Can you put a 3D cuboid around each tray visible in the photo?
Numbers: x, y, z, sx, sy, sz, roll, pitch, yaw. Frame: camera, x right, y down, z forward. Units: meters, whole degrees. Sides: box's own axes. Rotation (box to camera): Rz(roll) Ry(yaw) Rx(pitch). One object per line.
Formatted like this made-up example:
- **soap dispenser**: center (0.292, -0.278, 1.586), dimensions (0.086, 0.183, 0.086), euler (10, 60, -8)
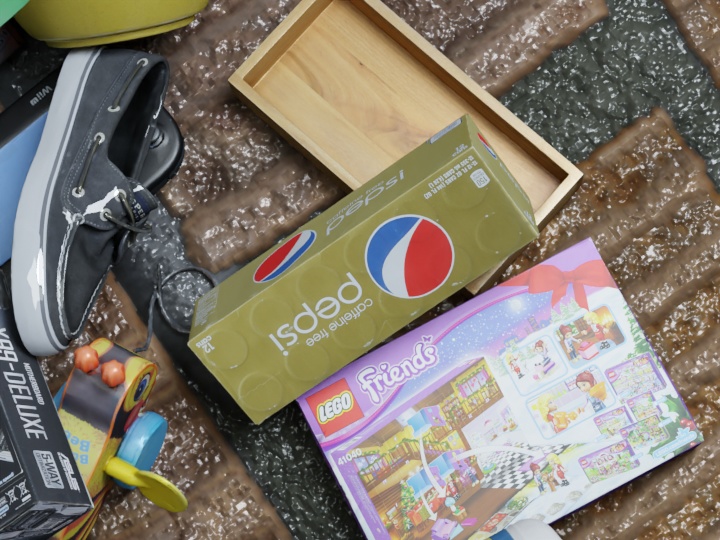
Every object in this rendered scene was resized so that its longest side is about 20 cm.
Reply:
- **tray**: center (0.027, -0.083, 1.120), dimensions (0.200, 0.037, 0.099), euler (42, 83, 10)

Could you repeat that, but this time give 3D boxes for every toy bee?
- **toy bee**: center (-0.158, 0.081, 1.062), dimensions (0.130, 0.109, 0.201), euler (5, 79, 7)

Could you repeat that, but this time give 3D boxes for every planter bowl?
- **planter bowl**: center (-0.150, -0.180, 1.097), dimensions (0.200, 0.200, 0.084), euler (-8, 105, 2)

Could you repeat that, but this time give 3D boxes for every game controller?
- **game controller**: center (-0.205, -0.045, 1.124), dimensions (0.200, 0.042, 0.104), euler (-40, 79, -5)

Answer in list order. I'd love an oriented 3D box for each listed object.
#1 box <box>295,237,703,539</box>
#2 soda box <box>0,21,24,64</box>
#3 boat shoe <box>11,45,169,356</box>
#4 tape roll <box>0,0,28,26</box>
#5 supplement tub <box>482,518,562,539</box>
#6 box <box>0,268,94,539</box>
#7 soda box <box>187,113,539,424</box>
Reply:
- **box**: center (0.080, 0.087, 1.078), dimensions (0.200, 0.039, 0.137), euler (-27, 78, -2)
- **soda box**: center (-0.302, -0.195, 1.151), dimensions (0.068, 0.064, 0.200), euler (-43, 78, -5)
- **boat shoe**: center (-0.147, -0.044, 1.057), dimensions (0.066, 0.070, 0.200), euler (-1, 56, 15)
- **tape roll**: center (-0.243, -0.185, 0.989), dimensions (0.200, 0.048, 0.201), euler (-16, 47, 18)
- **supplement tub**: center (0.044, 0.239, 0.993), dimensions (0.200, 0.145, 0.145), euler (-27, 78, -5)
- **box**: center (-0.260, 0.112, 1.040), dimensions (0.200, 0.050, 0.158), euler (-36, 64, 20)
- **soda box**: center (0.000, 0.000, 1.053), dimensions (0.200, 0.064, 0.068), euler (-34, 109, 13)
